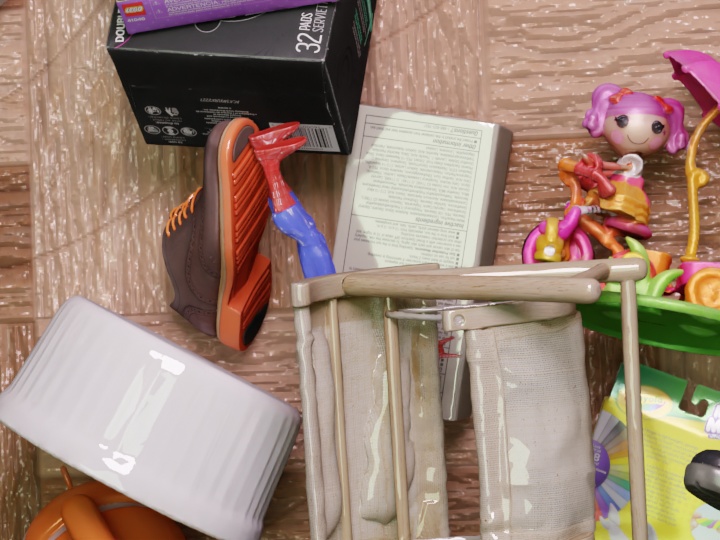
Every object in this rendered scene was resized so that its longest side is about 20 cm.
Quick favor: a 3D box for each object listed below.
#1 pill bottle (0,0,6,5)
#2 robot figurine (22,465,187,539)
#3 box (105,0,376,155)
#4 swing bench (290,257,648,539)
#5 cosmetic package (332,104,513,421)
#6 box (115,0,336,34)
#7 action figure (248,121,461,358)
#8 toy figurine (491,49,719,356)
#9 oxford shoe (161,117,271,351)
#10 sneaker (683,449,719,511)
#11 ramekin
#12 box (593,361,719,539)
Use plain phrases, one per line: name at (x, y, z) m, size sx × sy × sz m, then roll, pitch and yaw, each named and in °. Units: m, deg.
pill bottle at (-0.315, -0.277, 1.680) m, size 0.112 × 0.112 × 0.201 m, roll -12°, pitch 88°, yaw 11°
robot figurine at (-0.159, 0.223, 1.616) m, size 0.117 × 0.144 × 0.200 m, roll -53°, pitch 45°, yaw 18°
box at (-0.069, -0.194, 1.588) m, size 0.148 × 0.124 × 0.201 m, roll 4°, pitch 64°, yaw 10°
swing bench at (0.069, 0.098, 1.467) m, size 0.199 × 0.130 × 0.200 m, roll -1°, pitch 95°, yaw 21°
cosmetic package at (0.036, -0.005, 1.626) m, size 0.103 × 0.073 × 0.201 m, roll 10°, pitch 92°, yaw 12°
box at (-0.090, -0.251, 1.527) m, size 0.136 × 0.039 × 0.201 m, roll -9°, pitch 61°, yaw 4°
action figure at (0.000, 0.000, 1.554) m, size 0.099 × 0.065 × 0.201 m, roll -14°, pitch 108°, yaw -1°
toy figurine at (0.190, -0.054, 1.571) m, size 0.199 × 0.150 × 0.185 m, roll 10°, pitch 80°, yaw 5°
oxford shoe at (-0.102, -0.027, 1.608) m, size 0.072 × 0.071 × 0.201 m, roll 20°, pitch 137°, yaw 14°
sneaker at (0.301, 0.118, 1.547) m, size 0.199 × 0.076 × 0.115 m, roll 12°, pitch 83°, yaw -17°
ramekin at (-0.136, 0.097, 1.602) m, size 0.200 × 0.200 × 0.098 m, roll 27°, pitch 87°, yaw 11°
box at (0.195, 0.170, 1.606) m, size 0.117 × 0.048 × 0.201 m, roll 20°, pitch 96°, yaw 11°
